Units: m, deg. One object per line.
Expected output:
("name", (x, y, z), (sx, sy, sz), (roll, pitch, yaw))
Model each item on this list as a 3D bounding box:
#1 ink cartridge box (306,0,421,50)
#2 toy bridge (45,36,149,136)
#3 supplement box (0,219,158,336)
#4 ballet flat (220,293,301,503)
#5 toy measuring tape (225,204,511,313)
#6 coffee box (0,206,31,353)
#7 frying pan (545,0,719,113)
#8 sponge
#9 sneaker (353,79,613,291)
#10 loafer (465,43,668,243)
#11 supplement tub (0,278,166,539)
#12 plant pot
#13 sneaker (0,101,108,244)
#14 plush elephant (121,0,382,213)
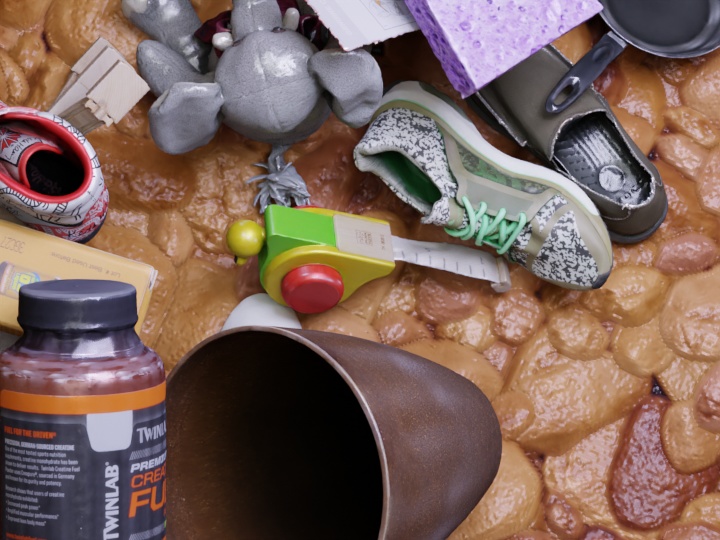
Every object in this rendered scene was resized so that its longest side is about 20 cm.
("ink cartridge box", (0.012, -0.207, 1.600), (0.200, 0.050, 0.161), (-22, 64, -38))
("toy bridge", (-0.175, -0.112, 1.574), (0.027, 0.200, 0.067), (43, 91, -14))
("supplement box", (-0.232, 0.002, 1.535), (0.200, 0.069, 0.067), (18, 81, -4))
("ballet flat", (-0.077, 0.110, 1.607), (0.069, 0.069, 0.200), (14, 80, -1))
("toy measuring tape", (0.000, 0.000, 1.640), (0.200, 0.074, 0.074), (11, 79, -22))
("coffee box", (-0.258, 0.012, 1.605), (0.114, 0.080, 0.200), (19, 80, -1))
("frying pan", (0.198, -0.162, 1.664), (0.115, 0.031, 0.190), (20, 64, -4))
("sponge", (0.060, -0.221, 1.529), (0.111, 0.030, 0.200), (-32, 93, -24))
("sneaker", (0.074, -0.040, 1.621), (0.200, 0.077, 0.089), (34, 41, 9))
("loafer", (0.138, -0.106, 1.653), (0.200, 0.070, 0.075), (44, 81, 4))
("supplement tub", (-0.169, 0.108, 1.462), (0.107, 0.107, 0.201), (0, 99, -3))
("plant pot", (-0.002, 0.120, 1.537), (0.187, 0.200, 0.187), (3, 95, 35))
("sneaker", (-0.245, -0.092, 1.528), (0.201, 0.108, 0.067), (34, 77, 2))
("plush elephant", (-0.065, -0.141, 1.603), (0.164, 0.155, 0.200), (-12, 81, -5))
